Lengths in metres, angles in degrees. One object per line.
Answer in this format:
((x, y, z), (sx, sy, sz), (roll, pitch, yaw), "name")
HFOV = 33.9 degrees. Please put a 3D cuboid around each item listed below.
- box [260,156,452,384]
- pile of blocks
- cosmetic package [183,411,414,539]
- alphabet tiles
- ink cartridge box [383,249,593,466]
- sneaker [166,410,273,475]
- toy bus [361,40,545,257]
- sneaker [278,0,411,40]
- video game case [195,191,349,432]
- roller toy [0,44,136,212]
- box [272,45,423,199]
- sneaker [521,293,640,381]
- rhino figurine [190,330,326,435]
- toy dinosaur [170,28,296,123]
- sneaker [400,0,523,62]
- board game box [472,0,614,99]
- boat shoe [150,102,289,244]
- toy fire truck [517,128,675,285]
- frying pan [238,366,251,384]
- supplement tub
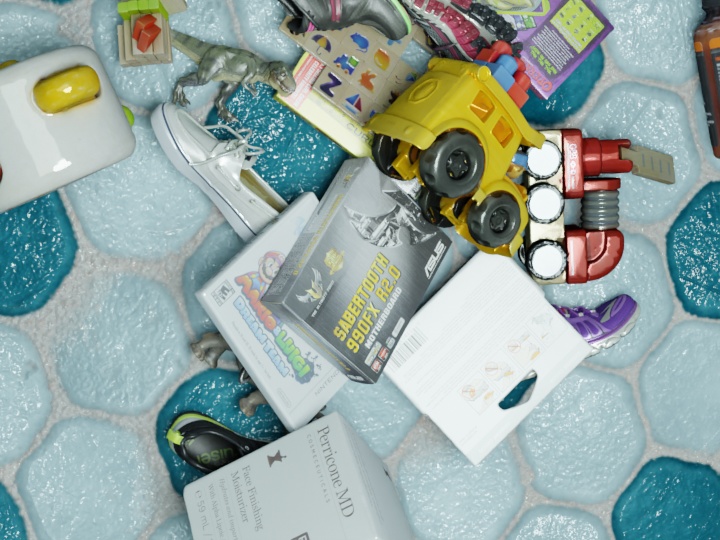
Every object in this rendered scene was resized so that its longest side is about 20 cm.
((0.000, 0.000, 1.320), (0.158, 0.048, 0.201), (43, 65, -30), "box")
((-0.220, -0.319, 1.280), (0.081, 0.062, 0.202), (18, 82, 7), "pile of blocks")
((-0.059, 0.293, 1.293), (0.199, 0.166, 0.165), (-28, 141, 8), "cosmetic package")
((0.010, -0.248, 1.335), (0.199, 0.008, 0.168), (36, 66, -11), "alphabet tiles")
((0.141, 0.095, 1.374), (0.200, 0.044, 0.174), (-44, 90, -2), "ink cartridge box")
((-0.135, 0.227, 1.359), (0.199, 0.083, 0.072), (23, 93, -16), "sneaker")
((0.131, -0.142, 1.281), (0.192, 0.135, 0.200), (-50, 121, -10), "toy bus")
((-0.039, -0.291, 1.290), (0.198, 0.077, 0.085), (19, 87, -14), "sneaker")
((-0.066, 0.046, 1.314), (0.182, 0.024, 0.201), (-44, 115, -28), "video game case")
((-0.340, -0.152, 1.230), (0.181, 0.200, 0.141), (-24, 99, 0), "roller toy")
((0.001, -0.169, 1.354), (0.199, 0.050, 0.076), (37, 89, -11), "box")
((0.240, 0.068, 1.410), (0.198, 0.081, 0.084), (-21, 94, -6), "sneaker")
((-0.103, 0.133, 1.369), (0.087, 0.060, 0.200), (-39, 103, 0), "rhino figurine")
((-0.165, -0.218, 1.321), (0.198, 0.047, 0.089), (22, 110, 7), "toy dinosaur")
((0.089, -0.287, 1.335), (0.200, 0.075, 0.081), (46, 63, -5), "sneaker")
((0.189, -0.313, 1.380), (0.120, 0.032, 0.200), (-45, 101, -5), "board game box")
((-0.141, -0.118, 1.310), (0.086, 0.075, 0.202), (-33, 105, 25), "boat shoe")
((0.284, -0.081, 1.389), (0.198, 0.129, 0.178), (-3, 98, 1), "toy fire truck")
((-0.084, 0.031, 1.337), (0.190, 0.031, 0.116), (-35, 107, -33), "frying pan")
((0.453, -0.237, 1.393), (0.106, 0.107, 0.202), (-14, 99, -7), "supplement tub")
